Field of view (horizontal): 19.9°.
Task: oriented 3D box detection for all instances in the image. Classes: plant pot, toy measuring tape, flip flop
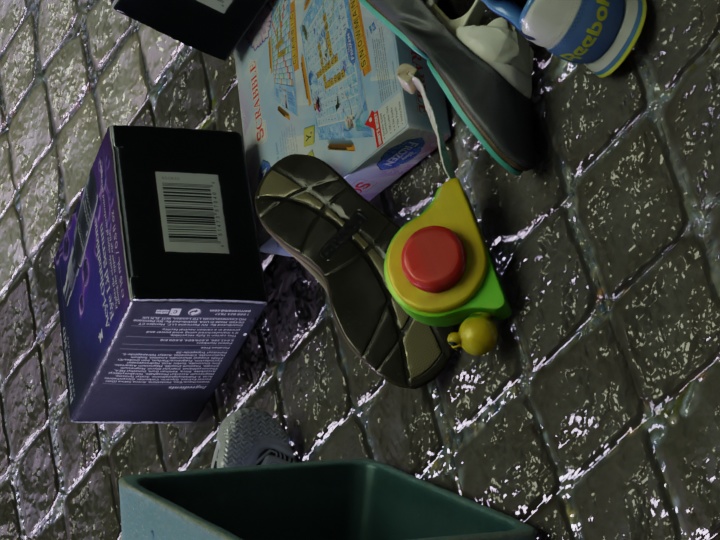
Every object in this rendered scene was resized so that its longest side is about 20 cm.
[{"bbox_3d":[-0.029,0.240,1.267,0.196,0.194,0.202,16,105,56],"label":"plant pot"},{"bbox_3d":[0.038,-0.034,1.316,0.074,0.073,0.201,-40,62,44],"label":"toy measuring tape"},{"bbox_3d":[0.000,0.000,1.387,0.081,0.058,0.200,-42,58,-2],"label":"flip flop"}]

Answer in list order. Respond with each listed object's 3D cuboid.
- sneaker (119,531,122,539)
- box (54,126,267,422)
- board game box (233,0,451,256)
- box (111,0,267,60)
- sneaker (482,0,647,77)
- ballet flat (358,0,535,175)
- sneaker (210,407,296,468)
[{"bbox_3d":[-0.176,0.256,1.571,0.087,0.075,0.202,10,89,56],"label":"sneaker"},{"bbox_3d":[-0.154,0.007,1.531,0.200,0.103,0.149,123,142,-52],"label":"box"},{"bbox_3d":[-0.019,-0.142,1.478,0.199,0.041,0.202,-35,53,47],"label":"board game box"},{"bbox_3d":[-0.115,-0.286,1.563,0.148,0.104,0.201,-52,30,28],"label":"box"},{"bbox_3d":[0.105,-0.201,1.275,0.074,0.082,0.201,-62,35,26],"label":"sneaker"},{"bbox_3d":[0.066,-0.148,1.321,0.200,0.073,0.073,53,125,34],"label":"ballet flat"},{"bbox_3d":[-0.102,0.203,1.474,0.114,0.075,0.202,-16,72,51],"label":"sneaker"}]
